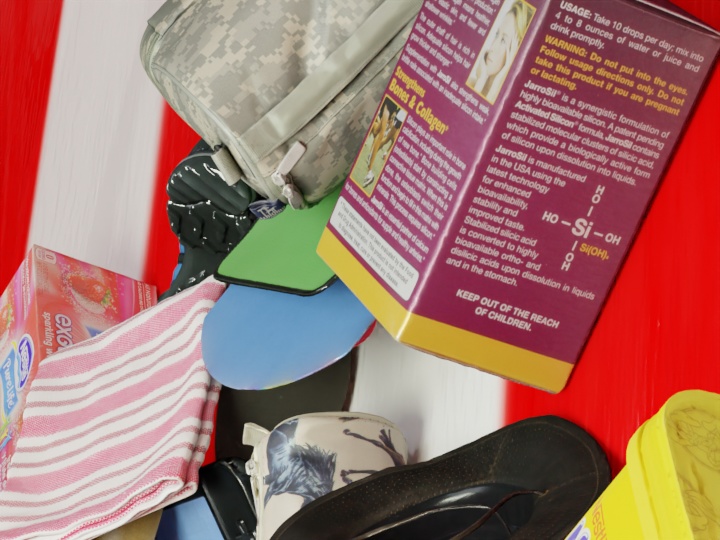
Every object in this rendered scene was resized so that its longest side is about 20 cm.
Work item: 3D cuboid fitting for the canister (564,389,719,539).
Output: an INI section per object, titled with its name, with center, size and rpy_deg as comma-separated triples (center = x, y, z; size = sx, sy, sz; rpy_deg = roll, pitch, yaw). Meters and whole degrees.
[canister]
center = 0.116, 0.171, 1.076
size = 0.200, 0.086, 0.149
rpy_deg = -56, 28, 34

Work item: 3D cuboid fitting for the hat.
[hat]
center = 0.045, 0.149, 1.227
size = 0.200, 0.081, 0.201
rpy_deg = -22, 15, 6

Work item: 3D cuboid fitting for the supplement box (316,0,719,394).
[supplement box]
center = 0.076, -0.061, 1.296
size = 0.200, 0.103, 0.131
rpy_deg = -66, 26, 13

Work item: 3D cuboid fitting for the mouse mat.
[mouse mat]
center = 0.006, -0.063, 1.463
size = 0.200, 0.008, 0.161
rpy_deg = -51, 21, -13

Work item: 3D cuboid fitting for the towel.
[towel]
center = -0.144, 0.083, 1.493
size = 0.146, 0.030, 0.200
rpy_deg = -25, 30, 23

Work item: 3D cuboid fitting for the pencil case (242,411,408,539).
[pencil case]
center = -0.022, 0.175, 1.353
size = 0.078, 0.089, 0.200
rpy_deg = 85, -173, -61

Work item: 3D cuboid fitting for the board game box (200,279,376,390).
[board game box]
center = 0.000, 0.000, 1.451
size = 0.200, 0.039, 0.158
rpy_deg = -52, 29, -14

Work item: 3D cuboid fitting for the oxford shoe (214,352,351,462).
[oxford shoe]
center = -0.043, 0.052, 1.524
size = 0.071, 0.071, 0.200
rpy_deg = 123, 164, -62

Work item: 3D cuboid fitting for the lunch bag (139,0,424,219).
[lunch bag]
center = -0.015, -0.130, 1.419
size = 0.200, 0.139, 0.168
rpy_deg = -43, 14, -2

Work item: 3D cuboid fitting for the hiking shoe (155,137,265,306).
[hiking shoe]
center = -0.081, -0.009, 1.606
size = 0.087, 0.074, 0.200
rpy_deg = -64, -11, -46

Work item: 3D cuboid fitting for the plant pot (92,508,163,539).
[plant pot]
center = -0.173, 0.166, 1.532
size = 0.200, 0.027, 0.200
rpy_deg = -47, 28, 35

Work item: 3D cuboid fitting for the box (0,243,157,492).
[box]
center = -0.195, 0.092, 1.756
size = 0.095, 0.102, 0.200
rpy_deg = -54, 28, 32

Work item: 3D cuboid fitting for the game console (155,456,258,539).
[game console]
center = -0.113, 0.218, 1.468
size = 0.200, 0.116, 0.176
rpy_deg = -24, 91, 57
